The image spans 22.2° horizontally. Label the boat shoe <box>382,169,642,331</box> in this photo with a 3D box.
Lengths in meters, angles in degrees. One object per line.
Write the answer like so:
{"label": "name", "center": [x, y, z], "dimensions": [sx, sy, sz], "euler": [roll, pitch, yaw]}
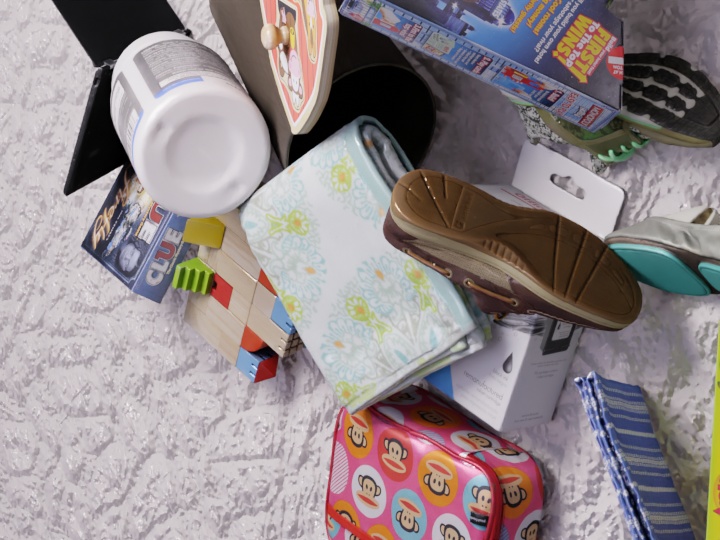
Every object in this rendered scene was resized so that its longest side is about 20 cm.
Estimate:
{"label": "boat shoe", "center": [0.108, -0.003, 1.348], "dimensions": [0.199, 0.072, 0.072], "euler": [23, 142, -1]}

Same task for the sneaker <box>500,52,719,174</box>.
{"label": "sneaker", "center": [0.191, -0.112, 1.369], "dimensions": [0.199, 0.077, 0.089], "euler": [22, 140, 42]}

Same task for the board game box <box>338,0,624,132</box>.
{"label": "board game box", "center": [0.123, -0.203, 1.291], "dimensions": [0.199, 0.201, 0.062], "euler": [38, 165, -3]}

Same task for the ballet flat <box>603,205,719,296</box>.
{"label": "ballet flat", "center": [0.252, -0.014, 1.300], "dimensions": [0.064, 0.067, 0.200], "euler": [-54, 28, -12]}

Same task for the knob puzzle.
{"label": "knob puzzle", "center": [-0.058, -0.200, 1.378], "dimensions": [0.219, 0.030, 0.222], "euler": [173, 90, -74]}

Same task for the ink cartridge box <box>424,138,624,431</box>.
{"label": "ink cartridge box", "center": [0.119, 0.008, 1.436], "dimensions": [0.116, 0.066, 0.201], "euler": [33, 116, 40]}

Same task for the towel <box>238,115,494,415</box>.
{"label": "towel", "center": [0.000, 0.000, 1.444], "dimensions": [0.171, 0.048, 0.201], "euler": [-32, 86, 42]}

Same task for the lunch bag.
{"label": "lunch bag", "center": [0.056, 0.205, 1.513], "dimensions": [0.199, 0.081, 0.178], "euler": [27, 116, 44]}

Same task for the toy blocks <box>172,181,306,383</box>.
{"label": "toy blocks", "center": [-0.084, 0.018, 1.644], "dimensions": [0.137, 0.100, 0.201], "euler": [39, 131, 28]}

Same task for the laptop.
{"label": "laptop", "center": [-0.251, -0.203, 1.706], "dimensions": [0.115, 0.187, 0.201], "euler": [25, 114, 12]}

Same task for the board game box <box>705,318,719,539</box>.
{"label": "board game box", "center": [0.280, 0.130, 1.244], "dimensions": [0.047, 0.101, 0.202], "euler": [7, 98, 37]}

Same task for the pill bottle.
{"label": "pill bottle", "center": [-0.150, -0.130, 1.548], "dimensions": [0.200, 0.113, 0.115], "euler": [-124, 45, -63]}

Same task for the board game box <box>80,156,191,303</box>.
{"label": "board game box", "center": [-0.176, -0.084, 1.696], "dimensions": [0.135, 0.034, 0.201], "euler": [32, 95, 56]}

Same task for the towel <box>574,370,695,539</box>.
{"label": "towel", "center": [0.213, 0.169, 1.301], "dimensions": [0.024, 0.145, 0.201], "euler": [-24, 74, 19]}

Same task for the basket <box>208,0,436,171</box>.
{"label": "basket", "center": [-0.040, -0.177, 1.543], "dimensions": [0.181, 0.135, 0.201], "euler": [86, 159, -56]}
